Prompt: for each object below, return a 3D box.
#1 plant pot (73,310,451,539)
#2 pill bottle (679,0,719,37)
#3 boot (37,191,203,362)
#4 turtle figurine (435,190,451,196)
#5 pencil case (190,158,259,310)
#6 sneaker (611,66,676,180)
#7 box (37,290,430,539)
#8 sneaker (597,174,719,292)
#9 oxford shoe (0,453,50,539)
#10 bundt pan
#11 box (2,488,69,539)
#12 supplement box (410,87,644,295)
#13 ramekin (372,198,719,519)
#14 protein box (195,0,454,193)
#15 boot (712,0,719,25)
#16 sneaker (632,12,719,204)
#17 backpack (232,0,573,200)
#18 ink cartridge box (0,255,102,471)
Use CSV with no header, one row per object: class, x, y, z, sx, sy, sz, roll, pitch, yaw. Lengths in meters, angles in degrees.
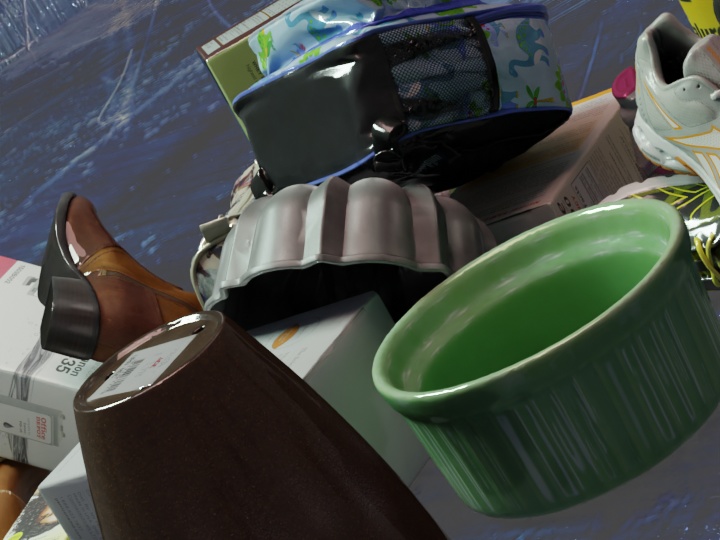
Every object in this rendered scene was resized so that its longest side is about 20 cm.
plant pot,-0.065,0.130,1.232,0.186,0.201,0.187,-28,17,9
pill bottle,0.277,-0.212,1.636,0.111,0.201,0.111,-27,16,9
boot,-0.132,0.015,1.689,0.199,0.069,0.188,11,22,-15
turtle figurine,0.029,-0.023,1.703,0.149,0.101,0.200,-24,9,0
pencil case,-0.070,-0.025,1.690,0.077,0.090,0.200,-10,17,10
sneaker,0.268,-0.097,1.537,0.198,0.089,0.081,-5,23,5
box,-0.071,0.116,1.442,0.199,0.107,0.152,-17,20,37
sneaker,0.209,-0.021,1.419,0.199,0.075,0.085,-24,18,19
oxford shoe,-0.257,0.191,1.649,0.071,0.072,0.200,6,27,14
bundt pan,0.000,0.000,1.492,0.201,0.201,0.076,-17,61,37
box,-0.207,0.201,1.530,0.075,0.050,0.200,-23,19,22
supplement box,0.130,-0.045,1.621,0.125,0.074,0.200,-19,19,35
ramekin,0.115,0.053,1.325,0.199,0.098,0.200,-27,17,9
protein box,0.002,-0.143,1.894,0.199,0.199,0.135,-30,13,-1
boot,0.316,-0.199,1.453,0.212,0.079,0.158,-52,15,13
sneaker,0.224,-0.087,1.362,0.075,0.092,0.200,-33,40,-20
backpack,0.034,-0.128,1.559,0.199,0.148,0.183,-10,-7,-35
ink cartridge box,-0.235,0.070,1.718,0.199,0.083,0.147,14,32,13
